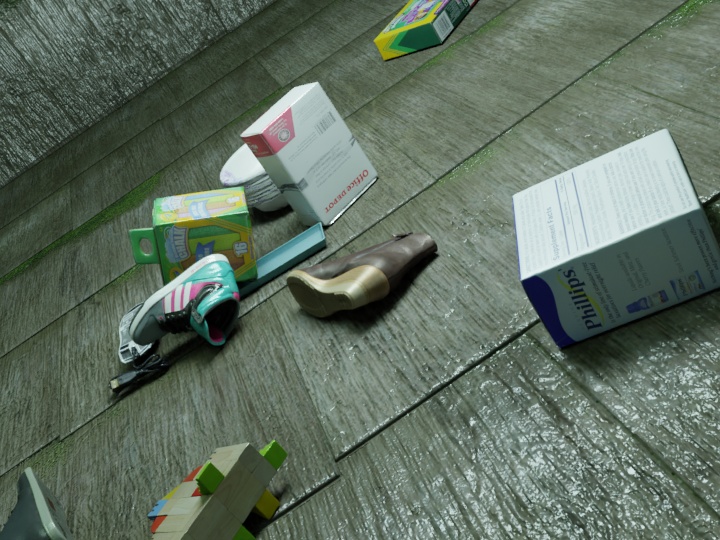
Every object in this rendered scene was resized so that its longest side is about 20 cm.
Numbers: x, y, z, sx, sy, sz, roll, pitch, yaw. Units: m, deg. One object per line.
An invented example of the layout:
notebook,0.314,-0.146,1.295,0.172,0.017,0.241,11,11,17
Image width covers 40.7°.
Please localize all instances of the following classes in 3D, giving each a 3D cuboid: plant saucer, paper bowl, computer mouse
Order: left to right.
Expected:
computer mouse,-0.365,0.124,1.619,0.109,0.044,0.200,-33,31,12
plant saucer,-0.143,-0.011,1.620,0.199,0.019,0.070,-30,26,6
paper bowl,-0.159,-0.190,1.840,0.200,0.105,0.201,-26,28,14

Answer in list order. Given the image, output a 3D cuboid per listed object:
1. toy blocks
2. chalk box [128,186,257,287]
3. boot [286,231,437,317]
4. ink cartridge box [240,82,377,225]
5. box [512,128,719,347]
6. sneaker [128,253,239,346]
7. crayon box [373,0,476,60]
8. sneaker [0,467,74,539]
toy blocks,-0.188,0.279,1.119,0.136,0.100,0.200,-21,26,49
chalk box,-0.278,-0.049,1.599,0.198,0.125,0.124,-10,26,-7
boot,0.000,0.000,1.410,0.166,0.073,0.199,-34,22,-29
ink cartridge box,-0.085,-0.195,1.659,0.147,0.201,0.083,-45,25,-23
box,0.282,-0.038,1.083,0.199,0.105,0.184,-23,29,20
sneaker,-0.264,0.079,1.513,0.200,0.084,0.121,-40,55,6
crayon box,0.148,-0.562,2.171,0.172,0.058,0.200,-6,37,45
sneaker,-0.462,0.346,1.314,0.106,0.075,0.200,-37,27,-12
